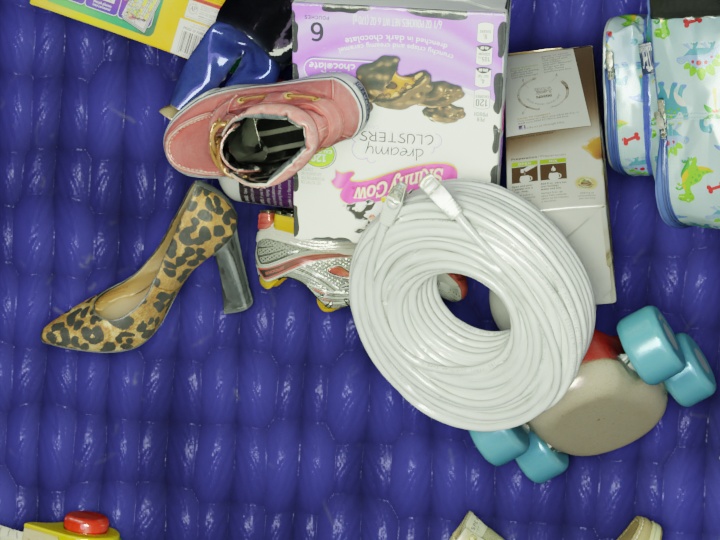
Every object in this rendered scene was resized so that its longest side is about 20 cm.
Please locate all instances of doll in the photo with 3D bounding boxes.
[{"bbox_3d":[-0.091,-0.201,1.253,0.136,0.048,0.201,35,92,8],"label":"doll"}]

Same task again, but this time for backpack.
[{"bbox_3d":[0.288,-0.135,1.265,0.146,0.183,0.202,-3,96,28],"label":"backpack"}]

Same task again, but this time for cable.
[{"bbox_3d":[0.083,0.027,1.169,0.200,0.069,0.200,38,132,4],"label":"cable"}]

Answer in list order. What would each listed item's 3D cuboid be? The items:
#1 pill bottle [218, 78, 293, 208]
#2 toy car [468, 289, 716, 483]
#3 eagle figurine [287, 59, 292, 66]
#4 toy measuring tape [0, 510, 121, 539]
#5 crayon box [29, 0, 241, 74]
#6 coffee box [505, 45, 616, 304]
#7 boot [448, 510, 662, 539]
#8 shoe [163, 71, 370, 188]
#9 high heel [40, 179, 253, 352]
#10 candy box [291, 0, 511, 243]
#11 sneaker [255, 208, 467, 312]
[{"bbox_3d":[-0.052,-0.110,1.324,0.198,0.112,0.113,8,93,4],"label":"pill bottle"},{"bbox_3d":[0.176,0.050,1.312,0.184,0.177,0.201,-30,61,19],"label":"toy car"},{"bbox_3d":[-0.008,-0.233,1.304,0.199,0.152,0.152,16,134,11],"label":"eagle figurine"},{"bbox_3d":[-0.287,0.252,1.398,0.199,0.073,0.074,9,94,27],"label":"toy measuring tape"},{"bbox_3d":[-0.185,-0.262,1.330,0.199,0.058,0.120,22,97,20],"label":"crayon box"},{"bbox_3d":[0.165,-0.080,1.251,0.079,0.201,0.115,-5,136,10],"label":"coffee box"},{"bbox_3d":[0.158,0.265,1.345,0.154,0.072,0.200,41,96,5],"label":"boot"},{"bbox_3d":[-0.094,-0.103,1.156,0.199,0.091,0.072,-9,107,35],"label":"shoe"},{"bbox_3d":[-0.201,-0.006,1.333,0.198,0.072,0.143,-15,129,-5],"label":"high heel"},{"bbox_3d":[0.032,-0.122,1.204,0.166,0.072,0.201,4,115,7],"label":"candy box"},{"bbox_3d":[0.000,0.000,1.350,0.198,0.078,0.083,13,98,14],"label":"sneaker"}]
